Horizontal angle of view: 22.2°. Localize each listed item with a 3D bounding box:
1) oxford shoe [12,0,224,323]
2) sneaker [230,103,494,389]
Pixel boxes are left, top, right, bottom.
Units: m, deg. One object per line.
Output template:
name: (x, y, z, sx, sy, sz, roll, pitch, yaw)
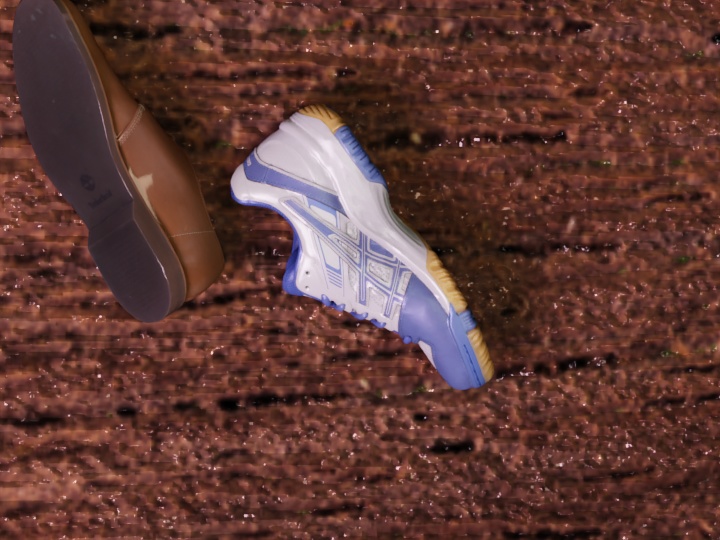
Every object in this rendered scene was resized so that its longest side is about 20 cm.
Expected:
oxford shoe: (-0.141, -0.073, 1.071, 0.071, 0.071, 0.200, -31, 101, -43)
sneaker: (0.000, 0.000, 1.111, 0.088, 0.075, 0.200, -36, 95, -1)
